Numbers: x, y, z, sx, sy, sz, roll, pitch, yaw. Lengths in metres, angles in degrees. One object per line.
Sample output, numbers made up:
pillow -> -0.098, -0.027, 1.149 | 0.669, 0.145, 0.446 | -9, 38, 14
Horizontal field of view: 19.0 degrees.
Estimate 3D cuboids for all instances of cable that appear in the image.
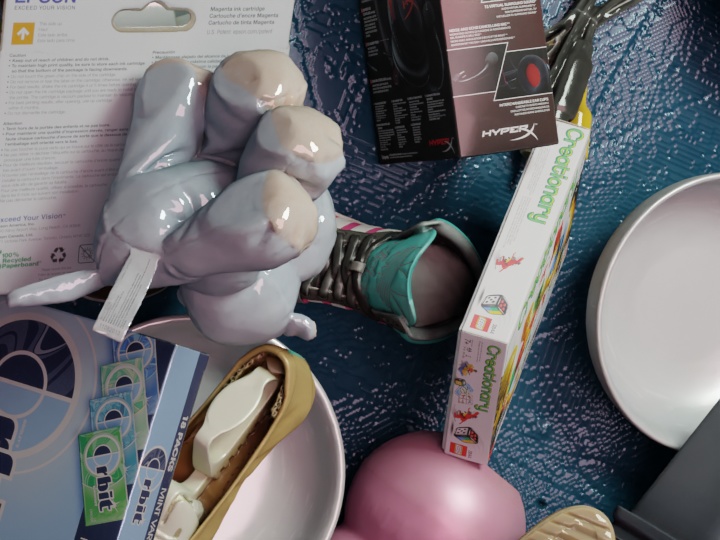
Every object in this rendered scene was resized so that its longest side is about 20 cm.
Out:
cable -> 0.144, -0.160, 1.521 | 0.097, 0.050, 0.200 | 28, 70, -12

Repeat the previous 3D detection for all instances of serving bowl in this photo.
serving bowl -> -0.114, 0.130, 1.396 | 0.200, 0.066, 0.201 | 1, 87, -13
serving bowl -> 0.242, 0.027, 1.529 | 0.200, 0.066, 0.201 | -3, 99, -21

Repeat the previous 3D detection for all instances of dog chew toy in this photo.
dog chew toy -> 0.018, 0.206, 1.433 | 0.124, 0.125, 0.200 | 40, 86, -16

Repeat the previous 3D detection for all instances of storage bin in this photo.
storage bin -> 0.290, 0.184, 1.484 | 0.200, 0.146, 0.134 | 36, 86, -33

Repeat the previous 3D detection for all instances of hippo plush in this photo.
hippo plush -> -0.066, -0.014, 1.268 | 0.200, 0.159, 0.161 | -63, 144, -16

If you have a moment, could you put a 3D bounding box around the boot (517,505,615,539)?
boot -> 0.103, 0.246, 1.436 | 0.072, 0.166, 0.200 | 31, 86, 8

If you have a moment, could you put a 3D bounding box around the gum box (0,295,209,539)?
gum box -> -0.207, 0.106, 1.318 | 0.045, 0.200, 0.170 | 25, 81, -63

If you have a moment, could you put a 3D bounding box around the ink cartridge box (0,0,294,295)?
ink cartridge box -> -0.142, -0.088, 1.310 | 0.196, 0.043, 0.200 | -4, 113, -32

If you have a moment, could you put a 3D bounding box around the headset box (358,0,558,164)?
headset box -> 0.057, -0.174, 1.422 | 0.075, 0.149, 0.200 | -9, 93, -20

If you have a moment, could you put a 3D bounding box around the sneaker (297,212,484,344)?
sneaker -> 0.000, 0.000, 1.418 | 0.200, 0.121, 0.084 | 10, 87, -19

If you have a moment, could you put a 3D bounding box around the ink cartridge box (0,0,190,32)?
ink cartridge box -> -0.161, -0.188, 1.379 | 0.145, 0.083, 0.200 | -15, 95, -20

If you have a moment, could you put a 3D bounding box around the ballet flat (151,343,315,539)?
ballet flat -> -0.105, 0.123, 1.325 | 0.069, 0.063, 0.200 | 33, 77, 18

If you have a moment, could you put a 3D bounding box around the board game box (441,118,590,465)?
board game box -> 0.102, 0.012, 1.412 | 0.035, 0.126, 0.200 | 16, 50, 10

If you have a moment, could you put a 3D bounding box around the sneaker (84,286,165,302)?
sneaker -> -0.207, -0.032, 1.377 | 0.200, 0.085, 0.073 | 13, 101, -41
